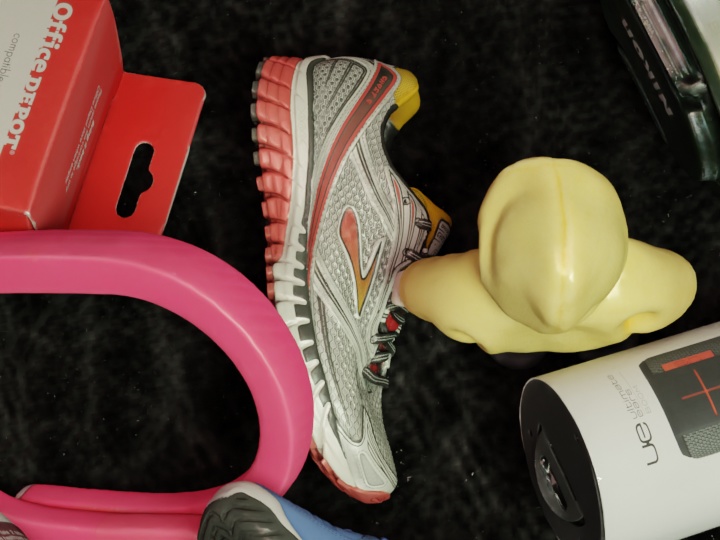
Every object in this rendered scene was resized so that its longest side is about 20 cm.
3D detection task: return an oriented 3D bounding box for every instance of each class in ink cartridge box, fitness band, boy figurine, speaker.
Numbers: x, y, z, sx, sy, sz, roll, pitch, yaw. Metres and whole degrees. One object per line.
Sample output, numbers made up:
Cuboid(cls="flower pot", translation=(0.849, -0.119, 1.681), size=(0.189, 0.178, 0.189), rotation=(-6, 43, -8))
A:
Cuboid(cls="ink cartridge box", translation=(-0.179, -0.069, 0.956), size=(0.200, 0.067, 0.116), rotation=(11, 64, 7))
Cuboid(cls="fitness band", translation=(-0.114, 0.052, 0.912), size=(0.200, 0.037, 0.144), rotation=(0, 112, 24))
Cuboid(cls="boy figurine", translation=(0.072, 0.003, 0.871), size=(0.124, 0.200, 0.065), rotation=(-2, 80, 8))
Cuboid(cls="speaker", translation=(0.168, 0.056, 0.887), size=(0.200, 0.081, 0.081), rotation=(-15, 79, -15))

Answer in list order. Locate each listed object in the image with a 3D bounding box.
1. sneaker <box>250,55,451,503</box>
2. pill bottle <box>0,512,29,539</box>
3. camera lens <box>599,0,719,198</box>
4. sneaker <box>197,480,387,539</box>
Cuboid(cls="sneaker", translation=(0.000, 0.000, 0.939), size=(0.082, 0.078, 0.200), rotation=(-5, 80, 2))
Cuboid(cls="pill bottle", translation=(-0.158, 0.164, 0.880), size=(0.200, 0.110, 0.110), rotation=(42, 86, 22))
Cuboid(cls="camera lens", translation=(0.208, -0.126, 0.900), size=(0.200, 0.160, 0.160), rotation=(-25, 79, 0))
Cuboid(cls="sneaker", translation=(0.018, 0.147, 0.897), size=(0.200, 0.076, 0.077), rotation=(40, 52, -15))
